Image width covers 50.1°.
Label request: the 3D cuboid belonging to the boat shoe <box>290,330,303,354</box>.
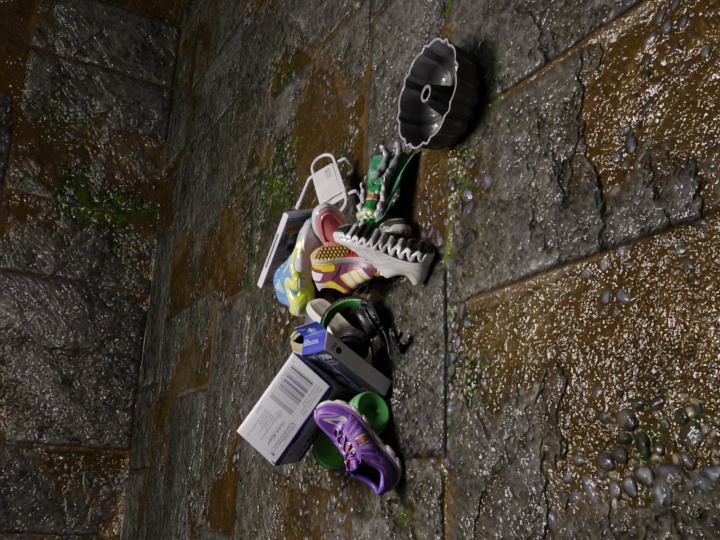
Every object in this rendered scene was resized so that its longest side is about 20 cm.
[{"bbox_3d":[-0.121,0.161,1.725,0.201,0.071,0.065,-119,14,-74],"label":"boat shoe"}]

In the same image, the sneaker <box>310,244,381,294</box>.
[{"bbox_3d":[0.000,0.000,1.527,0.075,0.195,0.092,-67,-26,-55],"label":"sneaker"}]

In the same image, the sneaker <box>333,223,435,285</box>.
[{"bbox_3d":[0.038,-0.030,1.433,0.075,0.196,0.083,-48,-26,-59],"label":"sneaker"}]

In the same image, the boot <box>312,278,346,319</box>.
[{"bbox_3d":[-0.078,0.047,1.668,0.201,0.074,0.098,52,142,26],"label":"boot"}]

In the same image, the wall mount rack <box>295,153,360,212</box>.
[{"bbox_3d":[-0.081,-0.163,1.742,0.171,0.075,0.203,-28,47,12],"label":"wall mount rack"}]

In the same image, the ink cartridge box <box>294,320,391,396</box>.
[{"bbox_3d":[-0.041,0.176,1.476,0.099,0.199,0.040,-21,32,57],"label":"ink cartridge box"}]

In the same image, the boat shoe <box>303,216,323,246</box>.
[{"bbox_3d":[-0.070,-0.071,1.754,0.071,0.072,0.201,-45,48,13],"label":"boat shoe"}]

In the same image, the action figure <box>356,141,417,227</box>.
[{"bbox_3d":[0.035,-0.158,1.515,0.116,0.055,0.204,-6,56,44],"label":"action figure"}]

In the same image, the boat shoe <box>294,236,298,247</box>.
[{"bbox_3d":[-0.113,-0.012,1.812,0.077,0.072,0.201,-63,31,27],"label":"boat shoe"}]

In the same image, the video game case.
[{"bbox_3d":[-0.172,-0.056,1.887,0.018,0.142,0.203,34,115,24],"label":"video game case"}]

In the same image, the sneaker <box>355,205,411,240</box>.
[{"bbox_3d":[0.041,-0.107,1.549,0.199,0.074,0.090,9,88,62],"label":"sneaker"}]

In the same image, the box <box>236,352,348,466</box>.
[{"bbox_3d":[-0.126,0.275,1.523,0.185,0.104,0.200,-53,-14,-2],"label":"box"}]

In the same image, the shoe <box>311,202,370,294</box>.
[{"bbox_3d":[-0.034,-0.043,1.589,0.091,0.070,0.202,53,170,50],"label":"shoe"}]

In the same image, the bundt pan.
[{"bbox_3d":[0.149,-0.315,1.415,0.201,0.074,0.207,-31,55,56],"label":"bundt pan"}]

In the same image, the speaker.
[{"bbox_3d":[-0.022,0.315,1.505,0.201,0.087,0.090,-50,39,43],"label":"speaker"}]

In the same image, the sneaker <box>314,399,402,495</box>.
[{"bbox_3d":[-0.010,0.316,1.383,0.199,0.083,0.081,42,123,12],"label":"sneaker"}]

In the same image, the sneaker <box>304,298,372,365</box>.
[{"bbox_3d":[-0.049,0.153,1.597,0.201,0.074,0.086,49,134,31],"label":"sneaker"}]

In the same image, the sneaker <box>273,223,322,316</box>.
[{"bbox_3d":[-0.144,-0.008,1.640,0.104,0.075,0.205,19,106,36],"label":"sneaker"}]

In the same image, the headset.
[{"bbox_3d":[0.002,0.112,1.498,0.197,0.095,0.124,23,63,33],"label":"headset"}]
